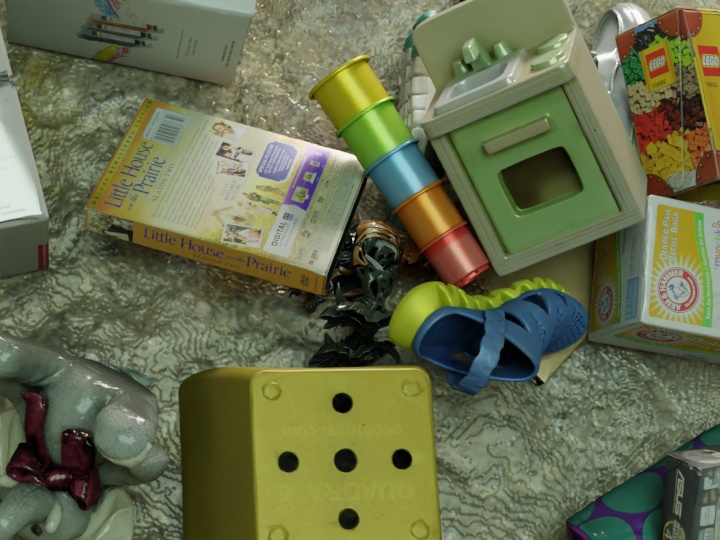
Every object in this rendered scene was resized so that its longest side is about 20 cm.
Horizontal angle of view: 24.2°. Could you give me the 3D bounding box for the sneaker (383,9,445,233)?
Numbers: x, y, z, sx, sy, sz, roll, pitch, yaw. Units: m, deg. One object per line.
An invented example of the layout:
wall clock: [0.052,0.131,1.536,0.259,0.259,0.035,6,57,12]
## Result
sneaker: [0.076,-0.124,1.443,0.091,0.078,0.201,15,74,-14]

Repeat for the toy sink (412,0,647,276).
toy sink: [0.130,-0.118,1.345,0.130,0.112,0.200,-21,107,19]

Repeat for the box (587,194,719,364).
box: [0.304,0.016,1.420,0.199,0.101,0.113,11,76,-16]

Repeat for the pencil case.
pencil case: [0.266,0.197,1.383,0.200,0.085,0.092,-30,69,-18]

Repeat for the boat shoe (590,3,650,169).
boat shoe: [0.211,-0.157,1.464,0.071,0.070,0.201,19,59,-20]

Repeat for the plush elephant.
plush elephant: [-0.229,0.144,1.263,0.164,0.200,0.155,28,92,11]

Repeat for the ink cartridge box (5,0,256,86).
ink cartridge box: [-0.184,-0.260,1.385,0.199,0.145,0.146,11,72,-9]

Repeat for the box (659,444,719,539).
box: [0.311,0.234,1.340,0.161,0.049,0.201,-3,104,-25]

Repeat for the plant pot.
plant pot: [-0.028,0.158,1.282,0.199,0.176,0.201,0,73,-12]

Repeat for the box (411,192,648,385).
box: [0.160,-0.024,1.456,0.163,0.021,0.200,44,70,2]

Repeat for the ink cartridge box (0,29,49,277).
ink cartridge box: [-0.305,-0.105,1.314,0.085,0.146,0.201,-12,77,-14]

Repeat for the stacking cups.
stacking cups: [0.039,-0.078,1.358,0.060,0.061,0.200,-34,85,-19]

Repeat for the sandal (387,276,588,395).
sandal: [0.114,0.058,1.338,0.200,0.080,0.087,-6,43,-42]

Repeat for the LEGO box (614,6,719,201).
LEGO box: [0.327,-0.141,1.452,0.200,0.077,0.149,-3,78,-39]

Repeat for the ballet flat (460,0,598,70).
ballet flat: [0.146,-0.210,1.456,0.066,0.057,0.200,3,39,-40]

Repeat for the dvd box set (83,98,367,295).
dvd box set: [-0.105,-0.062,1.357,0.199,0.029,0.147,15,45,4]

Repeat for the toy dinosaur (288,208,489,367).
toy dinosaur: [0.000,0.000,1.379,0.199,0.102,0.136,-5,57,14]
